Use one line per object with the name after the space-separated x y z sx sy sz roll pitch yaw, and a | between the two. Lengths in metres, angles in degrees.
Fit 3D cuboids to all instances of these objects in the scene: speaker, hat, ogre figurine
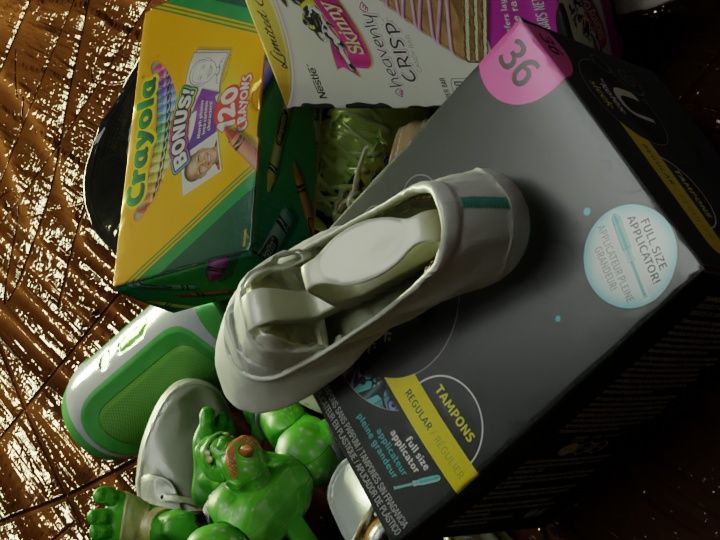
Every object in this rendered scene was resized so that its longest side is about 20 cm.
-0.138 0.066 0.978 0.200 0.088 0.089 -38 45 37 | speaker
-0.106 -0.081 0.955 0.200 0.081 0.202 -16 66 39 | hat
-0.081 0.141 0.826 0.119 0.199 0.099 -4 102 44 | ogre figurine

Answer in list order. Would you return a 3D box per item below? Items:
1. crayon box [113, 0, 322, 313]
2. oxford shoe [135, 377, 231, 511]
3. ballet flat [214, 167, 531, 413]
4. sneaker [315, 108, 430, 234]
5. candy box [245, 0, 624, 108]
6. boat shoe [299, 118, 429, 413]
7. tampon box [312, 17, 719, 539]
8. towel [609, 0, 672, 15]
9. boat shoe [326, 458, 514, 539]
-0.086 -0.084 0.840 0.118 0.058 0.201 -14 64 36 | crayon box
-0.116 0.174 0.902 0.058 0.075 0.201 -6 74 64 | oxford shoe
-0.015 0.009 0.600 0.200 0.069 0.070 -30 50 36 | ballet flat
-0.007 -0.054 0.856 0.076 0.075 0.201 -37 -35 -78 | sneaker
0.028 -0.159 0.719 0.199 0.137 0.061 5 40 36 | candy box
0.000 0.000 0.797 0.073 0.062 0.201 -55 -16 -70 | boat shoe
0.082 0.012 0.643 0.200 0.126 0.150 -47 58 27 | tampon box
0.159 -0.208 0.675 0.199 0.034 0.133 -14 103 37 | towel
0.031 0.147 0.723 0.200 0.068 0.075 26 94 55 | boat shoe
